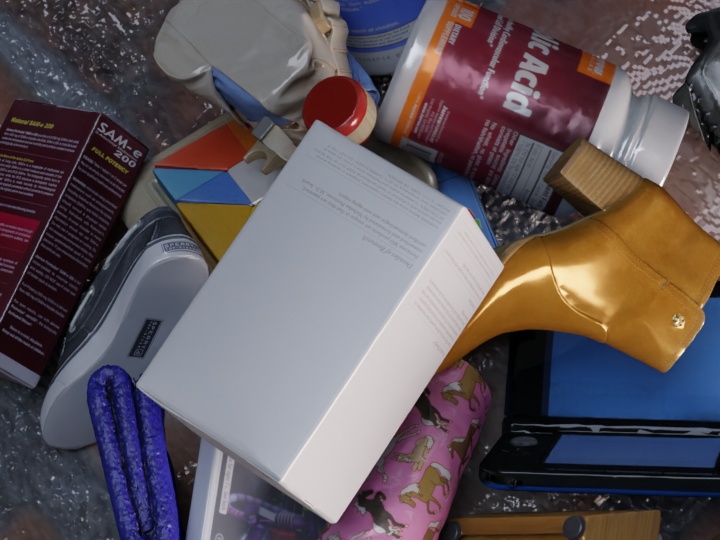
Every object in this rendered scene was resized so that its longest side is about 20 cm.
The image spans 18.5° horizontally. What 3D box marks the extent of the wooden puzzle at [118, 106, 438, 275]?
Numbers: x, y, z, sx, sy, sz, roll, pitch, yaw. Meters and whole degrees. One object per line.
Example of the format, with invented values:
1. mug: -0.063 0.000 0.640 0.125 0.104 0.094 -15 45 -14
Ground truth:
1. wooden puzzle: -0.067 -0.061 1.602 0.200 0.037 0.185 -35 50 -5

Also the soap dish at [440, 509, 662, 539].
1. soap dish: 0.110 0.249 1.432 0.157 0.081 0.201 -7 65 46

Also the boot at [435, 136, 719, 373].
1. boot: 0.146 0.026 1.466 0.144 0.071 0.201 40 81 -7

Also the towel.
1. towel: -0.141 0.157 1.494 0.049 0.200 0.148 -15 70 -6

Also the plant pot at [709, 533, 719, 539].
1. plant pot: 0.261 0.228 1.372 0.185 0.200 0.187 -4 69 12

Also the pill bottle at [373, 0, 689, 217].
1. pill bottle: 0.120 -0.107 1.545 0.199 0.114 0.115 23 78 1

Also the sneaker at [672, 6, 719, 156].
1. sneaker: 0.267 -0.104 1.558 0.090 0.066 0.201 -7 66 14

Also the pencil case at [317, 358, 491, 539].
1. pencil case: 0.023 0.146 1.469 0.086 0.083 0.201 7 58 29

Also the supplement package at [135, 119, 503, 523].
1. supplement package: -0.023 0.034 1.374 0.119 0.121 0.200 31 82 23

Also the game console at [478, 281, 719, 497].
1. game console: 0.188 0.076 1.490 0.199 0.171 0.119 0 98 14

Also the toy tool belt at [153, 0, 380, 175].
1. toy tool belt: -0.044 -0.128 1.554 0.200 0.123 0.125 37 87 34

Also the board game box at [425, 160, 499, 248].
1. board game box: 0.000 0.000 1.588 0.199 0.037 0.152 -23 58 6

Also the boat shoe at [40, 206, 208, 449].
1. boat shoe: -0.176 0.041 1.583 0.200 0.071 0.068 -59 39 29

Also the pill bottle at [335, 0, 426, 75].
1. pill bottle: -0.001 -0.245 1.582 0.111 0.200 0.112 -10 49 12

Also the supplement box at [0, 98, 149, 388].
1. supplement box: -0.248 -0.023 1.634 0.109 0.061 0.201 13 74 44

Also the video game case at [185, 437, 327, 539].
1. video game case: -0.035 0.153 1.489 0.023 0.181 0.201 -11 64 47
